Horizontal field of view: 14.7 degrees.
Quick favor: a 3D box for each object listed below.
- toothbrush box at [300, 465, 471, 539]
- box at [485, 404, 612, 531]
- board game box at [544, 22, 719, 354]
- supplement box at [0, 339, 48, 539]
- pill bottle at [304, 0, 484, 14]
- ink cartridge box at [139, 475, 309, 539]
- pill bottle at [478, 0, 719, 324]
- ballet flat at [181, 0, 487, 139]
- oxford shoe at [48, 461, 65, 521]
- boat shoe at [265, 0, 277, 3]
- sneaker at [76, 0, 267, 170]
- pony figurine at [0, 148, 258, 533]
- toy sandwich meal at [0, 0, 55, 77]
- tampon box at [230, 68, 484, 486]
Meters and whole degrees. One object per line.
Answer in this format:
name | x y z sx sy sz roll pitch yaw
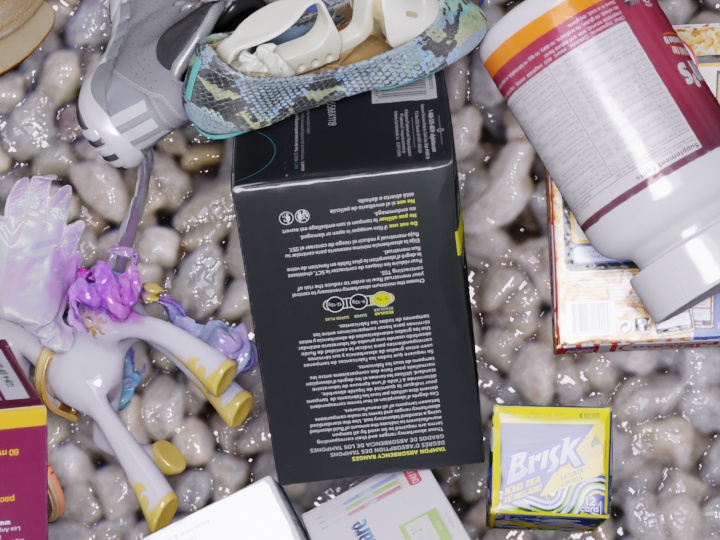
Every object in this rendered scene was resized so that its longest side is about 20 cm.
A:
toothbrush box | 0.054 0.228 1.619 0.086 0.146 0.200 -29 109 -1
box | 0.109 0.118 1.636 0.070 0.200 0.064 1 83 2
board game box | 0.190 -0.052 1.730 0.151 0.046 0.200 -2 83 2
supplement box | -0.232 0.154 1.615 0.086 0.110 0.200 -5 111 -18
pill bottle | 0.032 -0.199 1.719 0.112 0.112 0.200 32 86 5
ink cartridge box | -0.070 0.245 1.655 0.146 0.147 0.200 -26 84 -2
pill bottle | 0.163 -0.076 1.655 0.109 0.110 0.200 -30 83 -2
ballet flat | -0.011 -0.135 1.601 0.200 0.074 0.074 -25 83 -25
oxford shoe | -0.267 0.094 1.701 0.200 0.071 0.073 41 58 4
boat shoe | -0.076 -0.249 1.711 0.072 0.061 0.201 -30 53 12
sneaker | -0.096 -0.150 1.683 0.115 0.075 0.200 -24 38 30
pony figurine | -0.157 0.031 1.682 0.200 0.166 0.193 34 115 20
toy sandwich meal | -0.276 -0.202 1.733 0.205 0.070 0.205 10 62 -19
tampon box | 0.000 0.000 1.637 0.126 0.150 0.200 -6 119 2
